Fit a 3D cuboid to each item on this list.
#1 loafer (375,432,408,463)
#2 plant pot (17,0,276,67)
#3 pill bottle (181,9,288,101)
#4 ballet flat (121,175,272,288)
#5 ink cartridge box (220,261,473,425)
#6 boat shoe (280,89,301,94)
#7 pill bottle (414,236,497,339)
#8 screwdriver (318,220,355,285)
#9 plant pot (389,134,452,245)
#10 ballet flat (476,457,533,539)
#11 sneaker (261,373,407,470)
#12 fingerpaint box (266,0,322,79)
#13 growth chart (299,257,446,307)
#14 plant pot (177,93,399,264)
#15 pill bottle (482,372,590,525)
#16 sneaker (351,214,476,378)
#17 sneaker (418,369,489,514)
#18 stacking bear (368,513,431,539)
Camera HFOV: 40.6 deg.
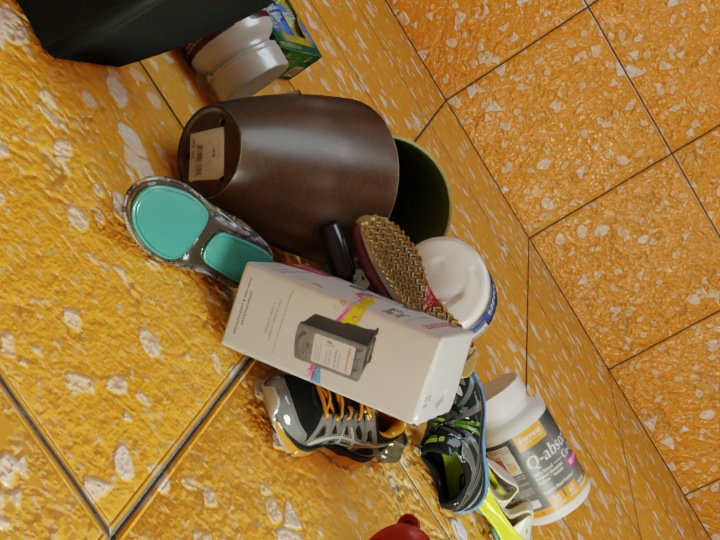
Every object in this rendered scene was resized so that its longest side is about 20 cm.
[{"bbox_3d":[0.002,0.114,1.063,0.202,0.067,0.076,61,17,4],"label":"loafer"},{"bbox_3d":[-0.225,-0.299,0.908,0.201,0.176,0.200,59,16,1],"label":"plant pot"},{"bbox_3d":[-0.177,-0.311,1.176,0.202,0.113,0.114,59,17,-2],"label":"pill bottle"},{"bbox_3d":[-0.158,-0.038,0.886,0.200,0.071,0.073,35,29,-54],"label":"ballet flat"},{"bbox_3d":[-0.008,0.063,0.914,0.198,0.087,0.147,19,5,18],"label":"ink cartridge box"},{"bbox_3d":[-0.107,-0.168,1.254,0.201,0.062,0.074,-86,168,-58],"label":"boat shoe"},{"bbox_3d":[0.110,0.031,1.184,0.112,0.110,0.200,63,6,13],"label":"pill bottle"},{"bbox_3d":[-0.002,0.045,1.011,0.029,0.028,0.203,-136,-153,-82],"label":"screwdriver"},{"bbox_3d":[0.011,-0.099,1.299,0.188,0.186,0.200,54,2,-17],"label":"plant pot"},{"bbox_3d":[0.186,0.308,1.270,0.201,0.067,0.067,55,17,-17],"label":"ballet flat"},{"bbox_3d":[-0.025,0.135,0.935,0.199,0.077,0.079,30,35,-56],"label":"sneaker"},{"bbox_3d":[-0.149,-0.375,1.429,0.168,0.073,0.200,60,17,1],"label":"fingerpaint box"},{"bbox_3d":[0.000,0.000,1.112,0.018,0.145,0.201,-14,65,-52],"label":"growth chart"},{"bbox_3d":[-0.090,-0.108,1.028,0.199,0.186,0.189,6,54,-52],"label":"plant pot"},{"bbox_3d":[0.241,0.259,1.426,0.202,0.116,0.116,58,17,-4],"label":"pill bottle"},{"bbox_3d":[0.035,0.041,1.026,0.075,0.090,0.202,-32,92,-49],"label":"sneaker"},{"bbox_3d":[0.111,0.194,1.186,0.082,0.070,0.203,6,75,-55],"label":"sneaker"},{"bbox_3d":[0.065,0.317,0.851,0.201,0.121,0.113,58,17,23],"label":"stacking bear"}]
